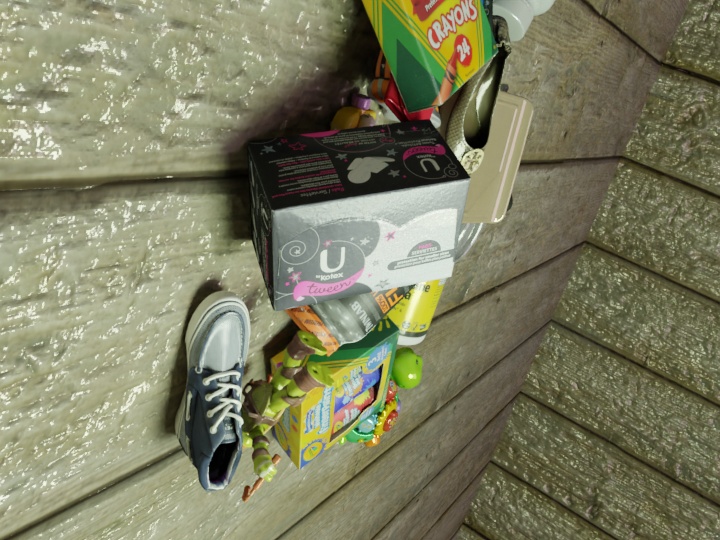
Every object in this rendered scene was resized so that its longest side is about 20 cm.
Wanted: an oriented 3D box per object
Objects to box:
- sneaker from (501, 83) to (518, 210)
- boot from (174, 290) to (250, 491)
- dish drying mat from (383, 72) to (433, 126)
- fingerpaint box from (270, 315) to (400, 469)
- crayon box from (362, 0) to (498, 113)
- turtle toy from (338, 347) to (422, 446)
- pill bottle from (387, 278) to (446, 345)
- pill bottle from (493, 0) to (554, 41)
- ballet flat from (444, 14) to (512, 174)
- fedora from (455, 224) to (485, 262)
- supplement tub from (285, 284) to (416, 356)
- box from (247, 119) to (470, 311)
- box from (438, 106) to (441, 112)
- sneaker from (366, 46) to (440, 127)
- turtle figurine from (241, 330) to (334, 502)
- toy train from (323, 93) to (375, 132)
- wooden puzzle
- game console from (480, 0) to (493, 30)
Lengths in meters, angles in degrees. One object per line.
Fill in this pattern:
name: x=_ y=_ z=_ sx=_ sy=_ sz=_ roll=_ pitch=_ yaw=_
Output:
sneaker: x=0.213 y=-0.184 z=1.104 sx=0.074 sy=0.087 sz=0.203 roll=-43 pitch=120 yaw=-50
boot: x=-0.144 y=0.128 z=0.763 sx=0.072 sy=0.090 sz=0.203 roll=-4 pitch=122 yaw=-32
dish drying mat: x=0.076 y=-0.246 z=0.788 sx=0.077 sy=0.018 sz=0.203 roll=40 pitch=61 yaw=-47
fingerpaint box: x=-0.037 y=0.158 z=0.996 sx=0.165 sy=0.073 sz=0.202 roll=-31 pitch=149 yaw=-28
crayon box: x=0.057 y=-0.278 z=0.718 sx=0.127 sy=0.050 sz=0.202 roll=-46 pitch=120 yaw=-36
turtle toy: x=0.026 y=0.208 z=1.215 sx=0.201 sy=0.100 sz=0.147 roll=-54 pitch=155 yaw=-21
pill bottle: x=0.075 y=-0.002 z=1.084 sx=0.112 sy=0.111 sz=0.203 roll=-16 pitch=128 yaw=-60
pill bottle: x=0.229 y=-0.417 z=0.975 sx=0.202 sy=0.110 sz=0.111 roll=-61 pitch=157 yaw=-5
ballet flat: x=0.150 y=-0.210 z=0.906 sx=0.067 sy=0.046 sz=0.204 roll=-8 pitch=117 yaw=-43
fedora: x=0.150 y=-0.090 z=1.177 sx=0.203 sy=0.089 sz=0.176 roll=-65 pitch=157 yaw=4
supplement tub: x=0.000 y=0.000 z=0.887 sx=0.200 sy=0.122 sz=0.123 roll=-44 pitch=153 yaw=-10
box: x=-0.006 y=-0.056 z=0.735 sx=0.196 sy=0.116 sz=0.134 roll=-9 pitch=134 yaw=-15
box: x=0.124 y=-0.233 z=1.002 sx=0.118 sy=0.041 sz=0.202 roll=-27 pitch=143 yaw=-28
sneaker: x=0.065 y=-0.238 z=0.862 sx=0.200 sy=0.076 sz=0.114 roll=4 pitch=98 yaw=-79
turtle figurine: x=-0.101 y=0.143 z=0.818 sx=0.162 sy=0.064 sz=0.201 roll=-49 pitch=-160 yaw=18
toy train: x=-0.012 y=-0.114 z=0.853 sx=0.200 sy=0.055 sz=0.152 roll=-47 pitch=152 yaw=-34
wooden puzzle: x=0.157 y=-0.158 z=1.009 sx=0.198 sy=0.037 sz=0.189 roll=-3 pitch=110 yaw=-48
game console: x=0.178 y=-0.372 z=0.801 sx=0.171 sy=0.116 sz=0.204 roll=71 pitch=17 yaw=-61
